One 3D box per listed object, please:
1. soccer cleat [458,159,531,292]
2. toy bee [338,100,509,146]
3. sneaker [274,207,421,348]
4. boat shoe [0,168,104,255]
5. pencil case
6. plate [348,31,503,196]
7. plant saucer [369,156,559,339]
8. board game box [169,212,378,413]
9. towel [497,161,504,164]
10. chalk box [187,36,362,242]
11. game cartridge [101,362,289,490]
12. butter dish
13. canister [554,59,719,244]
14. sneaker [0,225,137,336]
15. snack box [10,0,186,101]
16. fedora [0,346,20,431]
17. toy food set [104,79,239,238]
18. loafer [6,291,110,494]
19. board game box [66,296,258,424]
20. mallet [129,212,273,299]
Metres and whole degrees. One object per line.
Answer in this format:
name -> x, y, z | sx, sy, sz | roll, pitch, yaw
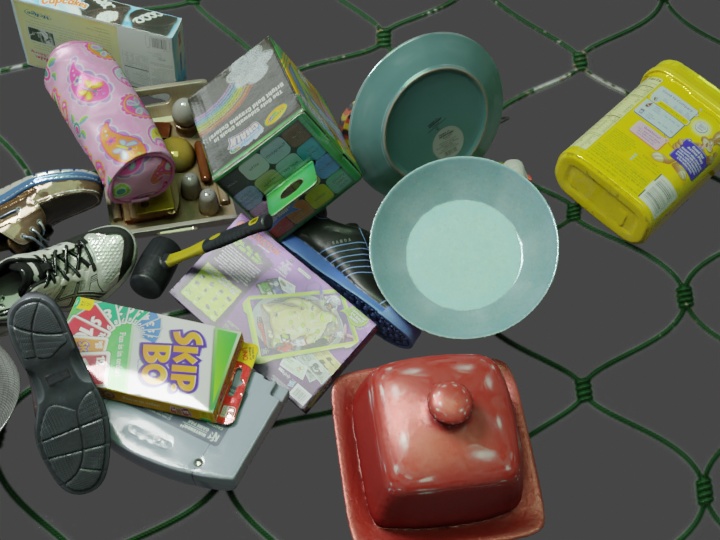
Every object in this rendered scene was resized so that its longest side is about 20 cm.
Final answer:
soccer cleat -> 0.138, -0.037, 1.259 | 0.077, 0.069, 0.202 | 16, 72, -5
toy bee -> 0.060, -0.207, 1.349 | 0.199, 0.110, 0.131 | -21, 18, -26
sneaker -> 0.000, 0.000, 1.240 | 0.200, 0.070, 0.078 | 38, 70, 19
boat shoe -> -0.371, -0.050, 1.244 | 0.198, 0.072, 0.073 | -18, 67, -3
pencil case -> -0.280, -0.165, 1.261 | 0.087, 0.088, 0.200 | -26, 61, -19
plate -> 0.080, -0.167, 1.279 | 0.199, 0.201, 0.026 | -22, 36, -17
plant saucer -> 0.109, -0.021, 1.207 | 0.199, 0.039, 0.203 | -1, 72, 4
board game box -> -0.093, 0.043, 1.213 | 0.200, 0.032, 0.120 | 39, 83, 17
towel -> 0.114, -0.053, 1.315 | 0.199, 0.018, 0.086 | -30, 62, -21
chalk box -> -0.088, -0.129, 1.227 | 0.124, 0.124, 0.201 | -34, 45, 11
game cartridge -> -0.188, 0.138, 1.151 | 0.199, 0.042, 0.134 | 22, 64, 15
butter dish -> 0.079, 0.155, 1.107 | 0.198, 0.148, 0.201 | -5, 58, -8
canister -> 0.345, -0.141, 1.347 | 0.200, 0.087, 0.148 | -40, 69, -23
sneaker -> -0.323, 0.010, 1.183 | 0.199, 0.088, 0.076 | -29, 81, -13
snack box -> -0.307, -0.271, 1.351 | 0.198, 0.116, 0.037 | 15, 58, 4
fedora -> -0.413, 0.145, 1.102 | 0.199, 0.091, 0.177 | 22, 56, 22
toy food set -> -0.227, -0.128, 1.304 | 0.142, 0.061, 0.201 | -10, 60, -11
loafer -> -0.287, 0.114, 1.103 | 0.071, 0.063, 0.202 | -15, 102, -7
board game box -> -0.209, 0.090, 1.149 | 0.198, 0.030, 0.096 | 13, 58, 7
mallet -> -0.168, -0.016, 1.182 | 0.041, 0.199, 0.066 | 46, 52, -28
